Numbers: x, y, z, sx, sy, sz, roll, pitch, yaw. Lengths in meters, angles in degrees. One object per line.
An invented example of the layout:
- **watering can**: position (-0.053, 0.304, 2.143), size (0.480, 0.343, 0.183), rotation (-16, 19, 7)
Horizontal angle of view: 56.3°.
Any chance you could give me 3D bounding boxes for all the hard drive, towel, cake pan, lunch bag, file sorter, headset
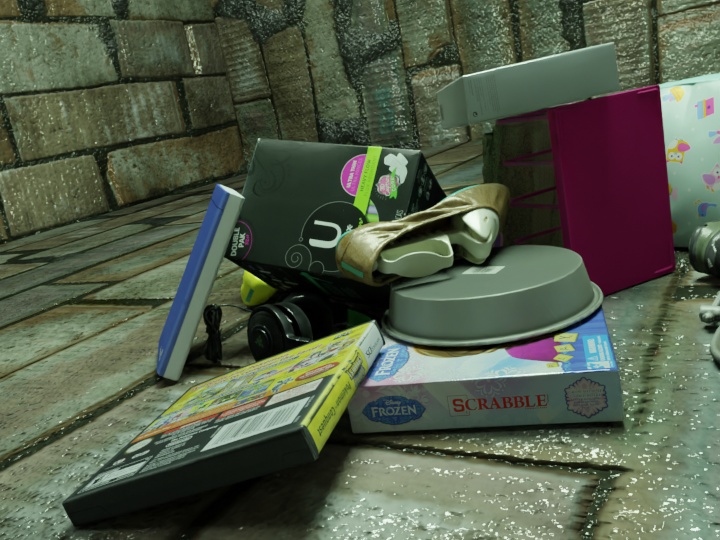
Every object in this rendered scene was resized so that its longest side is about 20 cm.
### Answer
- **hard drive**: position (-0.180, 0.006, 0.748), size (0.025, 0.202, 0.132), rotation (20, 4, -18)
- **towel**: position (0.218, -0.102, 0.848), size (0.147, 0.202, 0.036), rotation (-17, 31, -22)
- **cake pan**: position (0.114, 0.016, 0.610), size (0.198, 0.037, 0.200), rotation (-10, 13, 2)
- **lunch bag**: position (0.418, -0.132, 0.796), size (0.121, 0.202, 0.170), rotation (-19, 15, -31)
- **file sorter**: position (0.245, -0.087, 0.754), size (0.138, 0.202, 0.125), rotation (-16, 13, -21)
- **headset**: position (-0.073, 0.071, 0.694), size (0.198, 0.095, 0.123), rotation (10, 16, 17)

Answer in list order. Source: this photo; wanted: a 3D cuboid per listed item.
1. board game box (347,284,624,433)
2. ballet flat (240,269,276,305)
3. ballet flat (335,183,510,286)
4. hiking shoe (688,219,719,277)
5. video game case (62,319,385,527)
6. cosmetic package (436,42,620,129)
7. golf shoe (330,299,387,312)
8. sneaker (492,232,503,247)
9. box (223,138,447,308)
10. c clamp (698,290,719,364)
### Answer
- **board game box**: position (0.107, 0.068, 0.571), size (0.197, 0.042, 0.200), rotation (-7, 14, 16)
- **ballet flat**: position (-0.128, -0.003, 0.992), size (0.066, 0.067, 0.200), rotation (28, 23, 2)
- **ballet flat**: position (0.074, -0.028, 0.626), size (0.198, 0.068, 0.072), rotation (-16, 34, -22)
- **hiking shoe**: position (0.441, -0.029, 0.670), size (0.198, 0.076, 0.101), rotation (-21, 23, -1)
- **video game case**: position (-0.091, 0.109, 0.508), size (0.198, 0.026, 0.181), rotation (-22, 10, 21)
- **cosmetic package**: position (0.171, -0.196, 0.737), size (0.149, 0.052, 0.200), rotation (-10, 10, 1)
- **golf shoe**: position (0.000, 0.000, 0.825), size (0.198, 0.093, 0.072), rotation (0, 16, 29)
- **sneaker**: position (0.127, -0.045, 0.826), size (0.080, 0.089, 0.200), rotation (3, 23, -12)
- **box**: position (-0.024, -0.050, 0.753), size (0.198, 0.150, 0.124), rotation (9, -14, 24)
- **c clamp**: position (0.358, 0.042, 0.514), size (0.199, 0.027, 0.170), rotation (1, 18, 43)
